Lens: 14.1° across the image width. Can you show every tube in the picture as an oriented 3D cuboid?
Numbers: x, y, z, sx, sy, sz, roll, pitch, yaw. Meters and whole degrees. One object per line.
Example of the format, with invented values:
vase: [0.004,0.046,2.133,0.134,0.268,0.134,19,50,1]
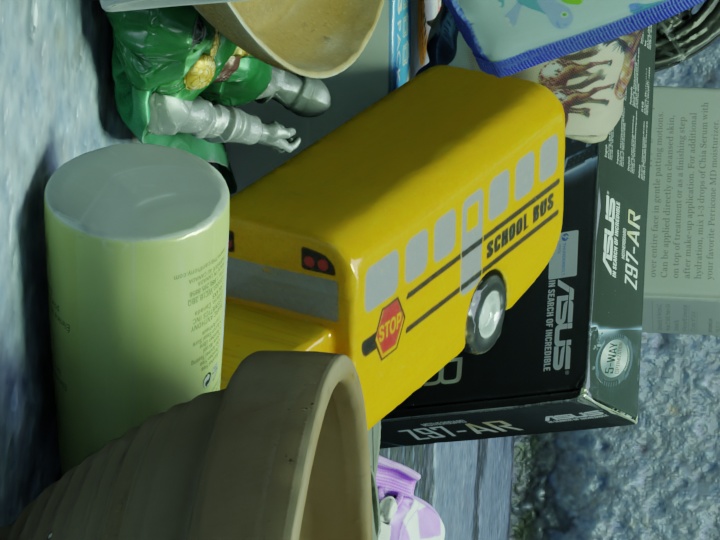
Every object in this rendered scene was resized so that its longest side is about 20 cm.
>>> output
tube: [-0.065,0.062,0.832,0.058,0.052,0.201,-25,132,-34]

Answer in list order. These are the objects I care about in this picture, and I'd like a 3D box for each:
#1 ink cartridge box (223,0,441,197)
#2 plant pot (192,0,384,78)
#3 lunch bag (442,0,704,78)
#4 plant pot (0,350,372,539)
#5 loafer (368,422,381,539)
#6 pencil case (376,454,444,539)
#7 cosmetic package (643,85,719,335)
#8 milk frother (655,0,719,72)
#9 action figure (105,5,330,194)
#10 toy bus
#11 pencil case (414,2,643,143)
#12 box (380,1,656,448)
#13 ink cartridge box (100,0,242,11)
ink cartridge box: [-0.006,-0.080,1.163,0.200,0.067,0.116,-63,156,-74]
plant pot: [-0.038,-0.154,0.847,0.200,0.027,0.202,-7,90,-70]
lunch bag: [0.083,-0.177,0.895,0.127,0.200,0.170,40,-14,51]
plant pot: [-0.052,0.119,0.741,0.201,0.092,0.202,2,90,-82]
loafer: [-0.025,0.115,1.108,0.070,0.069,0.201,69,17,-56]
pencil case: [-0.009,0.176,1.158,0.085,0.084,0.201,-35,-138,50]
cosmetic package: [0.078,-0.029,1.338,0.071,0.198,0.102,71,23,-74]
milk frother: [0.085,-0.192,1.363,0.188,0.198,0.182,20,76,-83]
action figure: [-0.044,-0.076,0.925,0.200,0.054,0.119,-24,120,-78]
toy bus: [0.000,0.000,0.985,0.200,0.065,0.079,-36,134,-53]
pencil case: [0.074,-0.146,1.057,0.078,0.089,0.201,-35,147,-45]
box: [0.045,-0.028,1.242,0.043,0.159,0.201,25,64,-50]
ink cartridge box: [-0.017,-0.171,0.743,0.145,0.084,0.202,-23,107,-68]
